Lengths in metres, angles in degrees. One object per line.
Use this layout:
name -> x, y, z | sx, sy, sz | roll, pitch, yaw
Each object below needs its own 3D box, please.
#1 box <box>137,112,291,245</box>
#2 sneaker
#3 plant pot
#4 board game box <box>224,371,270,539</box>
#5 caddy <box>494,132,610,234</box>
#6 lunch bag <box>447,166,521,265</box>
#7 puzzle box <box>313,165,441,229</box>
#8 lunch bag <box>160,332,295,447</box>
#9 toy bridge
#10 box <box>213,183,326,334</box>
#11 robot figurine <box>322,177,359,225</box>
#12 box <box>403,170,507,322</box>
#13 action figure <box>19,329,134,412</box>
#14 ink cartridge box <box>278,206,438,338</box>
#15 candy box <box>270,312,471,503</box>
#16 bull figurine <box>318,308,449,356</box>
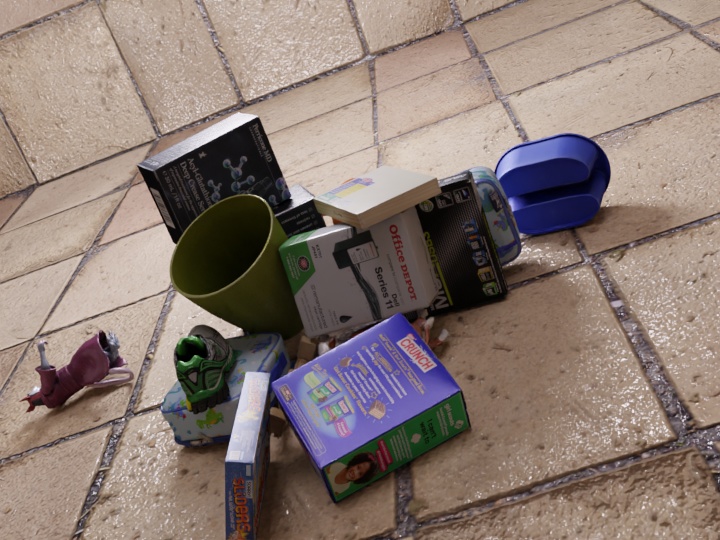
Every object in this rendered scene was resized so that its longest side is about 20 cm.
box -> -0.239, -0.147, 1.657 | 0.199, 0.150, 0.107 | -31, 23, -19
sneaker -> -0.224, 0.119, 1.432 | 0.077, 0.086, 0.200 | -19, 21, -3
plant pot -> -0.164, 0.018, 1.565 | 0.185, 0.200, 0.189 | -19, 47, 21
board game box -> -0.137, 0.234, 1.237 | 0.034, 0.137, 0.201 | 3, 25, 0
caddy -> 0.315, -0.146, 1.675 | 0.197, 0.143, 0.105 | -11, 29, 24
lunch bag -> 0.147, -0.059, 1.591 | 0.197, 0.162, 0.083 | -20, 25, 12
puzzle box -> 0.021, -0.111, 1.485 | 0.132, 0.026, 0.200 | -26, 18, -14
lunch bag -> -0.191, 0.174, 1.494 | 0.159, 0.083, 0.200 | -13, 23, 23
toy bridge -> -0.098, 0.172, 1.433 | 0.027, 0.068, 0.201 | 17, 31, 3
box -> -0.142, -0.009, 1.712 | 0.198, 0.199, 0.124 | -26, 21, -9
robot figurine -> 0.035, -0.099, 1.709 | 0.197, 0.117, 0.146 | 3, 62, 16
box -> 0.105, -0.030, 1.525 | 0.190, 0.202, 0.048 | -15, 21, 15
action figure -> -0.501, 0.194, 1.768 | 0.199, 0.134, 0.149 | -38, 67, -6
ink cartridge box -> 0.000, 0.000, 1.478 | 0.197, 0.149, 0.083 | -16, 9, 17
candy box -> 0.011, 0.168, 1.270 | 0.198, 0.078, 0.169 | -28, 42, -10
bull figurine -> 0.031, 0.105, 1.466 | 0.198, 0.066, 0.121 | 0, 28, 41
